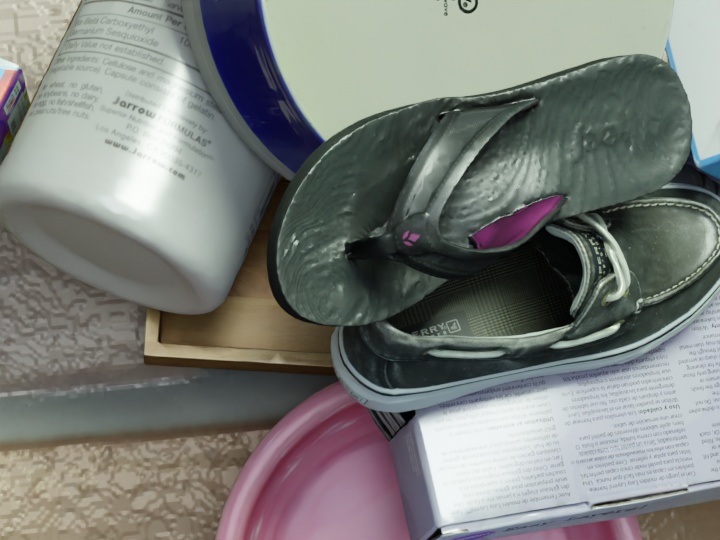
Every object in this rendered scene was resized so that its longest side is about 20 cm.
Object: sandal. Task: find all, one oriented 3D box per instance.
[{"bbox_3d":[0.052,-0.038,0.887,0.200,0.048,0.076,-25,104,-23],"label":"sandal"}]

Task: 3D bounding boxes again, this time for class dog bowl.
[{"bbox_3d":[0.030,-0.124,0.940,0.199,0.079,0.202,-2,95,-26],"label":"dog bowl"}]

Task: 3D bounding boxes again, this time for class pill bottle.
[{"bbox_3d":[-0.074,-0.092,1.004,0.114,0.114,0.201,24,72,-1],"label":"pill bottle"}]

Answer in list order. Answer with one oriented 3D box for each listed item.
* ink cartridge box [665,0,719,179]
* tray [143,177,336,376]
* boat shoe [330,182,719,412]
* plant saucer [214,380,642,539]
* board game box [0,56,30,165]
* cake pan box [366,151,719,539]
[{"bbox_3d":[0.207,-0.090,1.046,0.068,0.200,0.117,-19,71,26],"label":"ink cartridge box"},{"bbox_3d":[0.000,0.000,1.068,0.199,0.037,0.099,4,79,-5],"label":"tray"},{"bbox_3d":[0.085,0.008,0.952,0.199,0.071,0.072,-22,77,-22],"label":"boat shoe"},{"bbox_3d":[0.030,0.144,1.035,0.199,0.051,0.202,1,83,-5],"label":"plant saucer"},{"bbox_3d":[-0.238,-0.013,1.014,0.104,0.103,0.201,25,79,0],"label":"board game box"},{"bbox_3d":[0.094,0.021,1.016,0.199,0.052,0.185,-9,72,-18],"label":"cake pan box"}]
